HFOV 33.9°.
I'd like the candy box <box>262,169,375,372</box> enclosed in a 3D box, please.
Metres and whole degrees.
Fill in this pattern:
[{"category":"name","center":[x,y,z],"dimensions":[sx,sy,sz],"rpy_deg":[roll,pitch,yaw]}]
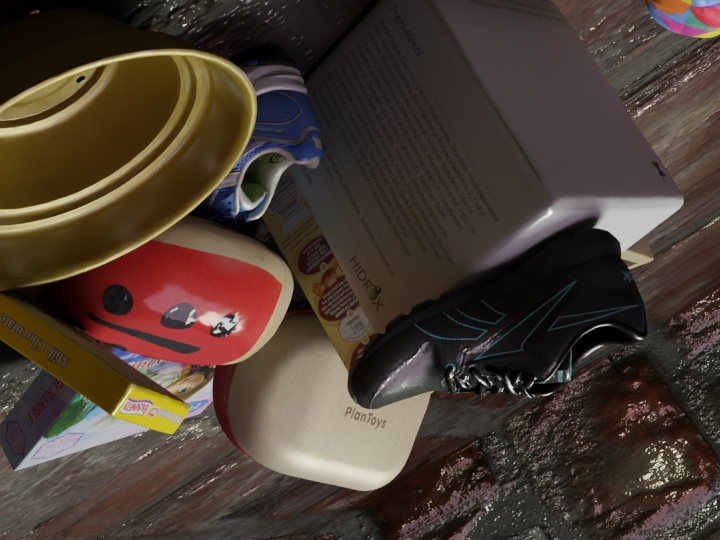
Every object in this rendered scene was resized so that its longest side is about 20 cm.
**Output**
[{"category":"candy box","center":[0.000,0.000,0.930],"dimensions":[0.055,0.201,0.115],"rpy_deg":[-38,160,24]}]

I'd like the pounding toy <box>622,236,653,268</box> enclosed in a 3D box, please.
[{"category":"pounding toy","center":[0.201,-0.063,1.240],"dimensions":[0.183,0.143,0.200],"rpy_deg":[-22,165,26]}]

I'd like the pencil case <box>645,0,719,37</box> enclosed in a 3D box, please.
[{"category":"pencil case","center":[0.257,-0.249,0.867],"dimensions":[0.088,0.089,0.200],"rpy_deg":[-29,164,-3]}]

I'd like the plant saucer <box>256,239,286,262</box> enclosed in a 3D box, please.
[{"category":"plant saucer","center":[-0.156,0.028,1.005],"dimensions":[0.200,0.051,0.201],"rpy_deg":[-27,163,-9]}]

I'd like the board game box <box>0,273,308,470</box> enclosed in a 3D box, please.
[{"category":"board game box","center":[-0.169,0.078,0.966],"dimensions":[0.199,0.041,0.200],"rpy_deg":[-13,156,-46]}]

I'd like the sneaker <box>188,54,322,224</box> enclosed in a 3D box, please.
[{"category":"sneaker","center":[-0.111,-0.059,0.794],"dimensions":[0.200,0.077,0.076],"rpy_deg":[-35,164,24]}]

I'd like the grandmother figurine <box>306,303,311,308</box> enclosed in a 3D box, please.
[{"category":"grandmother figurine","center":[-0.026,0.025,1.193],"dimensions":[0.121,0.060,0.200],"rpy_deg":[-52,-177,-41]}]

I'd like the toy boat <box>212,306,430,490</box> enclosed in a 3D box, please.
[{"category":"toy boat","center":[-0.045,0.098,0.978],"dimensions":[0.200,0.130,0.131],"rpy_deg":[25,86,-46]}]

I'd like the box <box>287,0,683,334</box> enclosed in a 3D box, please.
[{"category":"box","center":[0.083,-0.077,0.853],"dimensions":[0.171,0.201,0.199],"rpy_deg":[-40,158,33]}]

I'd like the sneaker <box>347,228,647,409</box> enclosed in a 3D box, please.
[{"category":"sneaker","center":[0.087,0.046,0.751],"dimensions":[0.199,0.080,0.075],"rpy_deg":[-27,159,4]}]

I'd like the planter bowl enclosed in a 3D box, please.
[{"category":"planter bowl","center":[-0.162,-0.080,0.640],"dimensions":[0.200,0.084,0.201],"rpy_deg":[-28,160,-11]}]

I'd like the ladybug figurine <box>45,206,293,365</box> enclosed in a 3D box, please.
[{"category":"ladybug figurine","center":[-0.130,0.015,0.793],"dimensions":[0.135,0.072,0.199],"rpy_deg":[-22,150,39]}]

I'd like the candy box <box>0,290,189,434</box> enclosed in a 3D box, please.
[{"category":"candy box","center":[-0.202,0.034,0.721],"dimensions":[0.026,0.199,0.102],"rpy_deg":[-58,163,-4]}]
